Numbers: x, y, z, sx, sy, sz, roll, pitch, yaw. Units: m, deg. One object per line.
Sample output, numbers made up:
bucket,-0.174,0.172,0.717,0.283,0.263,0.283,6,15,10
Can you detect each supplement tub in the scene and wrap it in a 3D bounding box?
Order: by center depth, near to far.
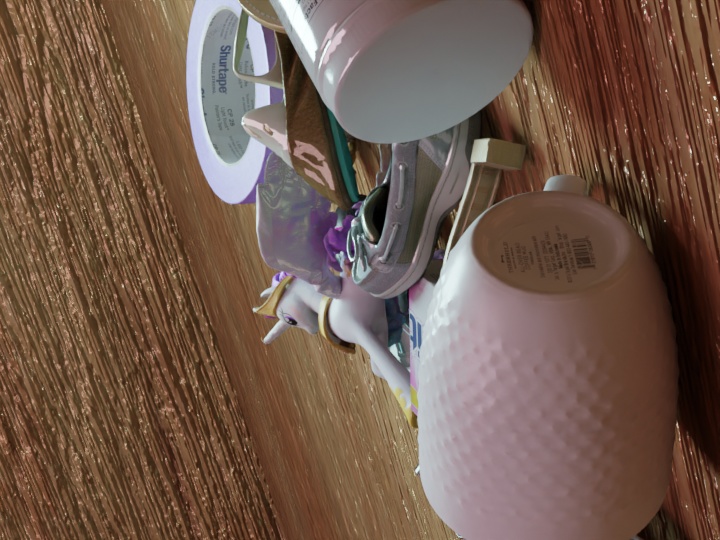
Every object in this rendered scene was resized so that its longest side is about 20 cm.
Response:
supplement tub,0.004,-0.189,1.266,0.132,0.132,0.200,84,161,-59

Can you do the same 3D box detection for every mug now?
mug,0.108,0.033,1.214,0.200,0.147,0.175,-78,-11,-47

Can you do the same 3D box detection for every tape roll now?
tape roll,-0.086,-0.158,1.831,0.200,0.066,0.200,176,90,-66

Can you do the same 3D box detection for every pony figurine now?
pony figurine,0.000,0.000,1.649,0.200,0.166,0.193,28,116,36

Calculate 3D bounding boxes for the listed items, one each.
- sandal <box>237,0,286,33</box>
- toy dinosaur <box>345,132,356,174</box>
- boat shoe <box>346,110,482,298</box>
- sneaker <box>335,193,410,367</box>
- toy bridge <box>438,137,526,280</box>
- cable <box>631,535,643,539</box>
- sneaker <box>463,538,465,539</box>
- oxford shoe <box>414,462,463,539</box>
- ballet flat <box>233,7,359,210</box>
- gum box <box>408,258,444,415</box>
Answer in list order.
sandal,-0.067,-0.242,1.460,0.212,0.078,0.070,-115,3,-47
toy dinosaur,-0.031,-0.136,1.866,0.200,0.060,0.106,-140,49,-57
boat shoe,0.026,-0.050,1.479,0.202,0.065,0.074,120,159,-57
sneaker,0.040,0.010,1.756,0.200,0.075,0.079,61,150,26
toy bridge,0.070,0.016,1.377,0.067,0.027,0.200,-171,89,-74
cable,0.169,0.253,1.400,0.200,0.069,0.200,44,151,28
sneaker,0.108,0.217,1.537,0.081,0.076,0.200,-93,0,-65
oxford shoe,0.109,0.189,1.622,0.200,0.073,0.071,53,179,-29
ballet flat,-0.051,-0.133,1.490,0.068,0.072,0.200,56,-156,-80
gum box,0.092,0.072,1.470,0.200,0.066,0.114,-135,41,-68
